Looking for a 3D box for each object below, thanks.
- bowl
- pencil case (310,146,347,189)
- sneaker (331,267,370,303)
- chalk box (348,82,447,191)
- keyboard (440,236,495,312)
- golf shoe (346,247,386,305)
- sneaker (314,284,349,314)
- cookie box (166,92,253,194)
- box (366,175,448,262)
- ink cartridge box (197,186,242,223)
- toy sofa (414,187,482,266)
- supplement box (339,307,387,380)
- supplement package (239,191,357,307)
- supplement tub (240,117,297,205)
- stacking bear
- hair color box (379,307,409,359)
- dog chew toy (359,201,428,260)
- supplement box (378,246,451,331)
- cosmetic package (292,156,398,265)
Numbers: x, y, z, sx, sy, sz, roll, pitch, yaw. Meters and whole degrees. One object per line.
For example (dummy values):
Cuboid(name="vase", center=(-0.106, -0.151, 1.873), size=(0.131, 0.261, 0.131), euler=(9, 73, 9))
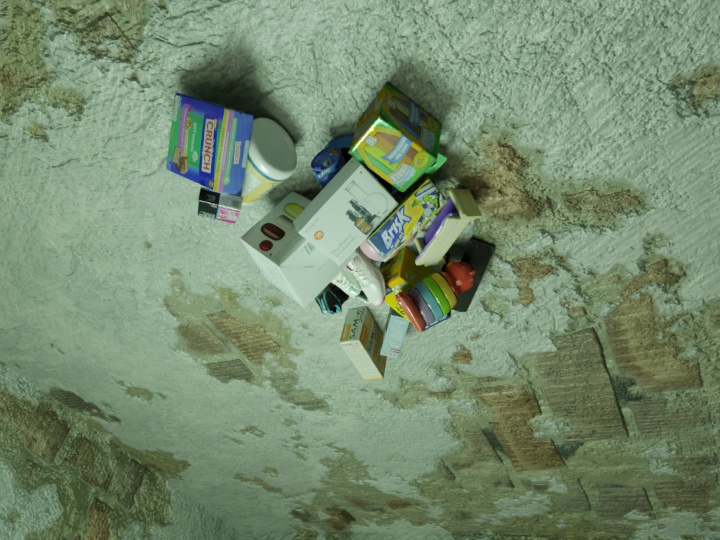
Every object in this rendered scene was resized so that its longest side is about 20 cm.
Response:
Cuboid(name="bowl", center=(-0.007, -0.224, 1.368), size=(0.194, 0.040, 0.204), euler=(9, 137, 8))
Cuboid(name="pencil case", center=(-0.042, -0.183, 1.329), size=(0.076, 0.088, 0.202), euler=(8, 142, 39))
Cuboid(name="sneaker", center=(-0.033, 0.029, 1.528), size=(0.075, 0.090, 0.198), euler=(-41, 137, 19))
Cuboid(name="chalk box", center=(0.092, -0.267, 1.227), size=(0.197, 0.126, 0.124), euler=(31, 136, -18))
Cuboid(name="keyboard", center=(0.257, 0.008, 1.493), size=(0.123, 0.021, 0.205), euler=(16, 111, -12))
Cuboid(name="golf shoe", center=(0.000, 0.000, 1.494), size=(0.075, 0.090, 0.205), euler=(-32, 76, 41))
Cuboid(name="sneaker", center=(-0.080, 0.087, 1.630), size=(0.072, 0.084, 0.199), euler=(-24, 169, 18))
Cuboid(name="cookie box", center=(-0.333, -0.278, 1.259), size=(0.197, 0.074, 0.177), euler=(23, 108, 34))
Cuboid(name="box", center=(0.103, -0.118, 1.313), size=(0.070, 0.064, 0.200), euler=(44, 103, -8))
Cuboid(name="ink cartridge box", center=(-0.325, -0.143, 1.323), size=(0.092, 0.038, 0.199), euler=(12, 173, -15))
Cuboid(name="toy sofa", center=(0.194, -0.101, 1.382), size=(0.095, 0.085, 0.202), euler=(-3, 146, -27))
Cuboid(name="supplement box", center=(0.017, 0.230, 1.783), size=(0.071, 0.128, 0.202), euler=(-8, 134, 25))
Cuboid(name="supplement package", center=(-0.153, -0.057, 1.418), size=(0.198, 0.191, 0.149), euler=(29, 156, 45))
Cuboid(name="supplement tub", center=(-0.257, -0.243, 1.341), size=(0.197, 0.147, 0.144), euler=(-26, 125, 37))
Cuboid(name="stacking bear", center=(0.197, 0.051, 1.435), size=(0.115, 0.198, 0.121), euler=(54, 176, 3))
Cuboid(name="hair color box", center=(0.106, 0.159, 1.701), size=(0.059, 0.101, 0.203), euler=(12, 138, 1))
Cuboid(name="dog chew toy", center=(0.086, -0.109, 1.408), size=(0.197, 0.127, 0.124), euler=(-29, 124, 29))
Cuboid(name="supplement box", center=(0.147, 0.054, 1.568), size=(0.198, 0.112, 0.108), euler=(37, 134, -23))
Cuboid(name="cosmetic package", center=(-0.031, -0.128, 1.280), size=(0.200, 0.052, 0.150), euler=(-45, 130, 9))
